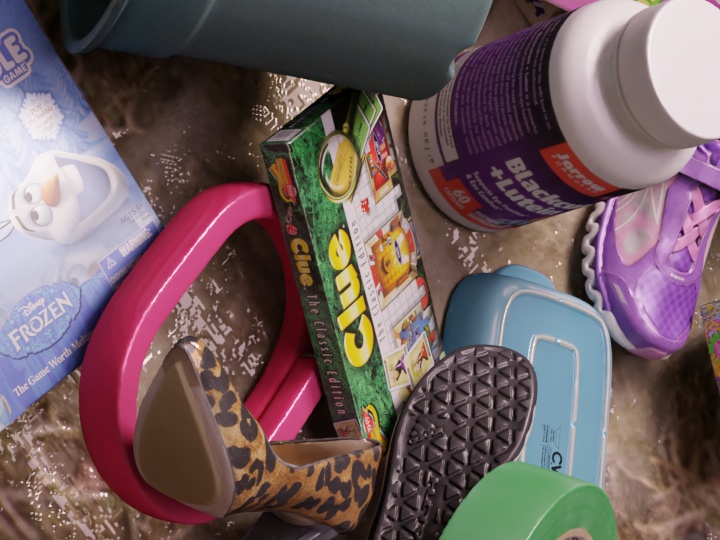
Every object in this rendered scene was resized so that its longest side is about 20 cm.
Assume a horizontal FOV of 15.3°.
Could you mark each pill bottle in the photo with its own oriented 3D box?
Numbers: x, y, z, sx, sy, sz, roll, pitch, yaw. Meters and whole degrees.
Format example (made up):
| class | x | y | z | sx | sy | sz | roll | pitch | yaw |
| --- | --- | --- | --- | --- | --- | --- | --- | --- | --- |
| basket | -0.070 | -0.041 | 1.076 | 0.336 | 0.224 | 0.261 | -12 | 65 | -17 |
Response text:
| class | x | y | z | sx | sy | sz | roll | pitch | yaw |
| --- | --- | --- | --- | --- | --- | --- | --- | --- | --- |
| pill bottle | 0.129 | -0.094 | 1.556 | 0.111 | 0.200 | 0.112 | 10 | 73 | -36 |

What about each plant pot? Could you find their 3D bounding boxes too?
| class | x | y | z | sx | sy | sz | roll | pitch | yaw |
| --- | --- | --- | --- | --- | --- | --- | --- | --- | --- |
| plant pot | -0.035 | -0.187 | 1.420 | 0.196 | 0.200 | 0.201 | 14 | 70 | -18 |

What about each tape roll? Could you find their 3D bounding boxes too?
| class | x | y | z | sx | sy | sz | roll | pitch | yaw |
| --- | --- | --- | --- | --- | --- | --- | --- | --- | --- |
| tape roll | 0.080 | 0.208 | 1.477 | 0.200 | 0.048 | 0.201 | -43 | 142 | -48 |

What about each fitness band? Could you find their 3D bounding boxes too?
| class | x | y | z | sx | sy | sz | roll | pitch | yaw |
| --- | --- | --- | --- | --- | --- | --- | --- | --- | --- |
| fitness band | -0.077 | 0.044 | 1.435 | 0.200 | 0.037 | 0.144 | -56 | 136 | -33 |

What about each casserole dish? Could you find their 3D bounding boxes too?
| class | x | y | z | sx | sy | sz | roll | pitch | yaw |
| --- | --- | --- | --- | --- | --- | --- | --- | --- | --- |
| casserole dish | 0.102 | 0.090 | 1.596 | 0.121 | 0.039 | 0.200 | 19 | 69 | -34 |

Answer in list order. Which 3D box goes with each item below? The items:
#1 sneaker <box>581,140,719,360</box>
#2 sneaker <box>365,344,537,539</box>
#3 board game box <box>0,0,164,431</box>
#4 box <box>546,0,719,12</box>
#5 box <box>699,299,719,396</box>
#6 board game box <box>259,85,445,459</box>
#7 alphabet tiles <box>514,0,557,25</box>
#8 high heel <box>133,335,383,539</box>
| class | x | y | z | sx | sy | sz | roll | pitch | yaw |
| --- | --- | --- | --- | --- | --- | --- | --- | --- | --- |
| sneaker | 0.198 | -0.043 | 1.666 | 0.080 | 0.088 | 0.201 | 26 | 62 | -32 |
| sneaker | 0.040 | 0.136 | 1.514 | 0.072 | 0.083 | 0.200 | 23 | 71 | 8 |
| board game box | -0.210 | -0.026 | 1.375 | 0.200 | 0.043 | 0.199 | -41 | 105 | -38 |
| box | 0.199 | -0.229 | 1.619 | 0.200 | 0.176 | 0.097 | 24 | 30 | -22 |
| box | 0.352 | 0.050 | 1.668 | 0.192 | 0.200 | 0.122 | -9 | 85 | -56 |
| board game box | 0.000 | 0.000 | 1.495 | 0.105 | 0.023 | 0.200 | -41 | 124 | -48 |
| alphabet tiles | 0.137 | -0.228 | 1.719 | 0.200 | 0.008 | 0.167 | 53 | 53 | -15 |
| high heel | -0.046 | 0.078 | 1.387 | 0.143 | 0.071 | 0.200 | -42 | 142 | -33 |
